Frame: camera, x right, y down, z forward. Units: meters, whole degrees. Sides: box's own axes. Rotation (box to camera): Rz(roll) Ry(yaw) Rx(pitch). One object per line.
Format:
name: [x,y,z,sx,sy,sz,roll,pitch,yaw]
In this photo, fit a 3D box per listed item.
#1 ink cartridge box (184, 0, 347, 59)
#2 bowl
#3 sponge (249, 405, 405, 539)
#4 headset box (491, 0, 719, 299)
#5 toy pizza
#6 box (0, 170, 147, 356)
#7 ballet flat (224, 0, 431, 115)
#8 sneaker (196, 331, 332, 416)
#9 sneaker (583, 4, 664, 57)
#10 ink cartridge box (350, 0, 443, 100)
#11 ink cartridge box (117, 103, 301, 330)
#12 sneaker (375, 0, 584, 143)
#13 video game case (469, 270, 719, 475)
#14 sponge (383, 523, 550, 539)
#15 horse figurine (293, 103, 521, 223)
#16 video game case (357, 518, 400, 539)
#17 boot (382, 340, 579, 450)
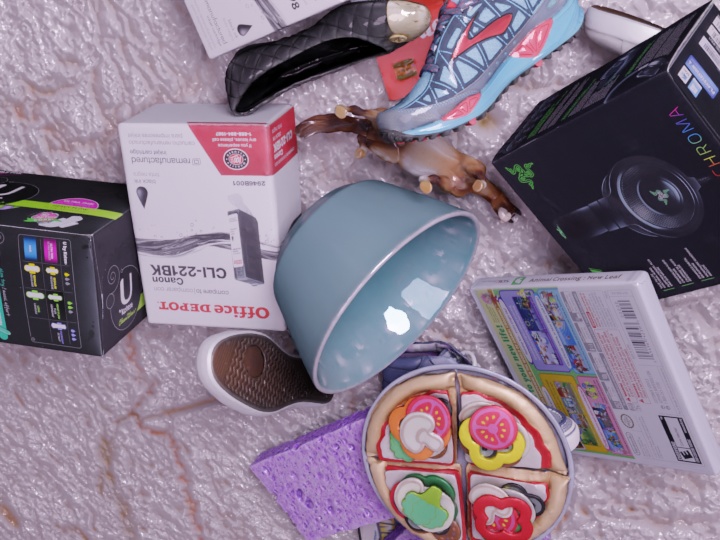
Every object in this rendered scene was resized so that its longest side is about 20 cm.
ink cartridge box: [-0.061,-0.257,0.691,0.199,0.067,0.116,-9,111,41]
bowl: [0.000,0.000,0.771,0.105,0.200,0.201,41,118,22]
sponge: [-0.018,0.214,0.907,0.200,0.030,0.112,-30,99,41]
headset box: [0.226,-0.075,0.679,0.174,0.093,0.200,48,149,-12]
toy pizza: [0.092,0.180,0.795,0.199,0.032,0.201,7,112,18]
box: [-0.309,-0.013,0.847,0.199,0.149,0.125,6,113,11]
ballet flat: [-0.028,-0.177,0.730,0.199,0.066,0.057,-12,70,31]
sneaker: [-0.106,0.104,0.826,0.084,0.200,0.073,-5,73,26]
sneaker: [0.257,-0.139,0.699,0.199,0.073,0.085,28,114,-1]
ink cartridge box: [0.062,-0.253,0.713,0.162,0.057,0.201,-13,104,19]
ink cartridge box: [-0.134,-0.050,0.825,0.143,0.084,0.201,2,114,12]
sneaker: [0.077,-0.177,0.670,0.200,0.079,0.096,-41,114,-17]
video game case: [0.207,0.090,0.779,0.182,0.022,0.201,-4,121,51]
sponge: [0.091,0.295,0.911,0.111,0.030,0.200,37,116,-4]
horse figurine: [0.046,-0.099,0.753,0.199,0.132,0.050,28,106,13]
video game case: [0.085,0.277,0.943,0.180,0.026,0.201,-2,112,14]
boot: [0.106,0.120,0.833,0.199,0.073,0.091,2,110,27]
